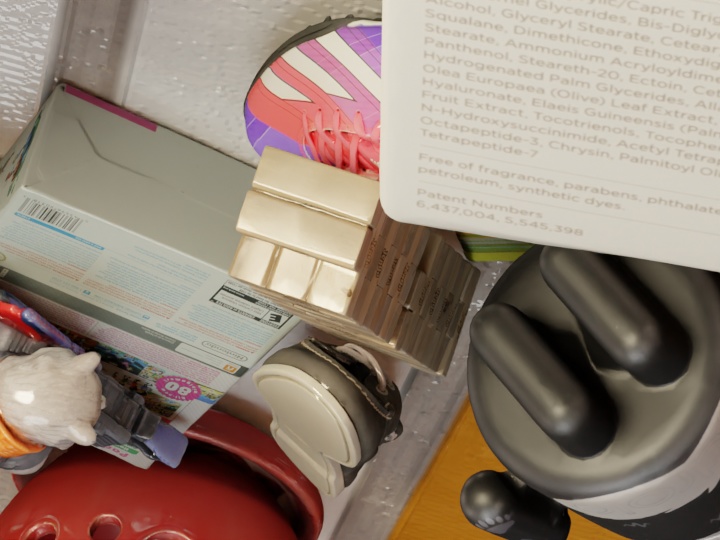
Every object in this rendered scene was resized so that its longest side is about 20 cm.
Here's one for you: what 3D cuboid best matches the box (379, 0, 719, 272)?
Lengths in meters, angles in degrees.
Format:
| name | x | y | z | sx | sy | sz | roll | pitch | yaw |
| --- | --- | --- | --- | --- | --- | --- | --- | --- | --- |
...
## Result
| name | x | y | z | sx | sy | sz | roll | pitch | yaw |
| --- | --- | --- | --- | --- | --- | --- | --- | --- | --- |
| box | 0.114 | -0.125 | 0.748 | 0.198 | 0.200 | 0.172 | 9 | 148 | 4 |

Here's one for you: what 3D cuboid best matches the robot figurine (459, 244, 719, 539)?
| name | x | y | z | sx | sy | sz | roll | pitch | yaw |
| --- | --- | --- | --- | --- | --- | --- | --- | --- | --- |
| robot figurine | 0.120 | 0.050 | 1.076 | 0.149 | 0.126 | 0.200 | -8 | 160 | 25 |

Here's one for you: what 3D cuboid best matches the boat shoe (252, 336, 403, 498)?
| name | x | y | z | sx | sy | sz | roll | pitch | yaw |
| --- | --- | --- | --- | --- | --- | --- | --- | --- | --- |
| boat shoe | -0.010 | 0.060 | 1.176 | 0.067 | 0.057 | 0.200 | 42 | 168 | 8 |

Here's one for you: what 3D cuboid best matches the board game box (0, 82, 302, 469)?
| name | x | y | z | sx | sy | sz | roll | pitch | yaw |
| --- | --- | --- | --- | --- | --- | --- | --- | --- | --- |
| board game box | -0.121 | 0.008 | 1.168 | 0.147 | 0.065 | 0.200 | 24 | 145 | -18 |

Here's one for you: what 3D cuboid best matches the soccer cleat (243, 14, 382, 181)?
| name | x | y | z | sx | sy | sz | roll | pitch | yaw |
| --- | --- | --- | --- | --- | --- | --- | --- | --- | --- |
| soccer cleat | 0.017 | -0.060 | 0.967 | 0.199 | 0.074 | 0.068 | -12 | 139 | 45 |

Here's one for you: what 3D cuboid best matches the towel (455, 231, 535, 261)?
| name | x | y | z | sx | sy | sz | roll | pitch | yaw |
| --- | --- | --- | --- | --- | --- | --- | --- | --- | --- |
| towel | 0.068 | -0.066 | 1.035 | 0.085 | 0.018 | 0.201 | -2 | 146 | 14 |

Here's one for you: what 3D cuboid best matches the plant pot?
| name | x | y | z | sx | sy | sz | roll | pitch | yaw |
| --- | --- | --- | --- | --- | --- | --- | --- | --- | --- |
| plant pot | -0.116 | 0.182 | 1.325 | 0.198 | 0.184 | 0.201 | 8 | 148 | 5 |

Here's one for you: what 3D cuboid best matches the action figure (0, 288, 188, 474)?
| name | x | y | z | sx | sy | sz | roll | pitch | yaw |
| --- | --- | --- | --- | --- | --- | --- | --- | --- | --- |
| action figure | -0.177 | 0.075 | 1.138 | 0.193 | 0.105 | 0.200 | -14 | 140 | 43 |

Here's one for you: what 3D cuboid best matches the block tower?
| name | x | y | z | sx | sy | sz | roll | pitch | yaw |
| --- | --- | --- | --- | --- | --- | --- | --- | --- | --- |
| block tower | 0.000 | 0.000 | 1.044 | 0.057 | 0.054 | 0.200 | 19 | 175 | 17 |
